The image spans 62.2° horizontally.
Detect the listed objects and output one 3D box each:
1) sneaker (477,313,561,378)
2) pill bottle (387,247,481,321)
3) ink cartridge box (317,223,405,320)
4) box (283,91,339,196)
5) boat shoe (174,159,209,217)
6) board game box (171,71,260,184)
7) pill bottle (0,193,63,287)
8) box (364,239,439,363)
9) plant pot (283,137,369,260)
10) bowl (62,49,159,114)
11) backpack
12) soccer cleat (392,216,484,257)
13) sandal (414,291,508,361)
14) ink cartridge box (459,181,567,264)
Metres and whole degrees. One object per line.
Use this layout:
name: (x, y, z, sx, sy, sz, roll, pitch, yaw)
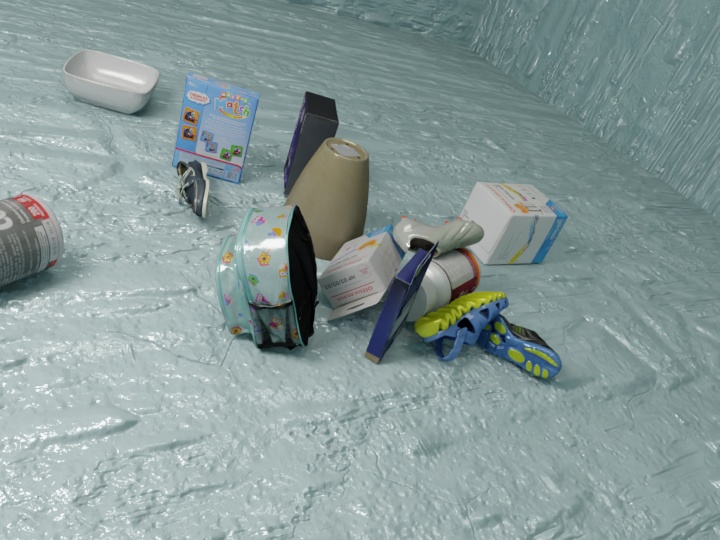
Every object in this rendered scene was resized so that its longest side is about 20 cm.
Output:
sneaker: (0.289, 0.135, 1.132, 0.199, 0.071, 0.083, 33, 12, 21)
pill bottle: (0.143, 0.024, 1.152, 0.109, 0.110, 0.199, 37, 35, 23)
ink cartridge box: (0.000, 0.000, 1.085, 0.068, 0.114, 0.200, 60, 28, -17)
box: (-0.115, -0.280, 1.354, 0.078, 0.202, 0.142, 11, 33, -17)
boat shoe: (-0.332, -0.167, 1.177, 0.061, 0.075, 0.201, 8, 34, -24)
board game box: (-0.308, -0.297, 1.264, 0.149, 0.202, 0.037, 14, 33, -13)
pill bottle: (-0.526, -0.026, 0.816, 0.113, 0.115, 0.200, 31, 33, 15)
box: (0.069, 0.045, 0.990, 0.032, 0.202, 0.121, 28, 32, 11)
plant pot: (-0.057, -0.157, 1.211, 0.185, 0.202, 0.188, 15, 33, -10)
bowl: (-0.595, -0.447, 1.431, 0.197, 0.075, 0.201, 13, 34, -15)
backpack: (-0.142, 0.000, 0.931, 0.151, 0.202, 0.177, 4, 35, 2)
soccer cleat: (0.153, -0.057, 1.133, 0.198, 0.070, 0.078, 1, 49, -24)
sandal: (0.188, 0.097, 1.073, 0.198, 0.088, 0.079, -23, 8, -23)
ink cartridge box: (0.363, -0.115, 1.454, 0.198, 0.146, 0.148, -3, 40, -33)
